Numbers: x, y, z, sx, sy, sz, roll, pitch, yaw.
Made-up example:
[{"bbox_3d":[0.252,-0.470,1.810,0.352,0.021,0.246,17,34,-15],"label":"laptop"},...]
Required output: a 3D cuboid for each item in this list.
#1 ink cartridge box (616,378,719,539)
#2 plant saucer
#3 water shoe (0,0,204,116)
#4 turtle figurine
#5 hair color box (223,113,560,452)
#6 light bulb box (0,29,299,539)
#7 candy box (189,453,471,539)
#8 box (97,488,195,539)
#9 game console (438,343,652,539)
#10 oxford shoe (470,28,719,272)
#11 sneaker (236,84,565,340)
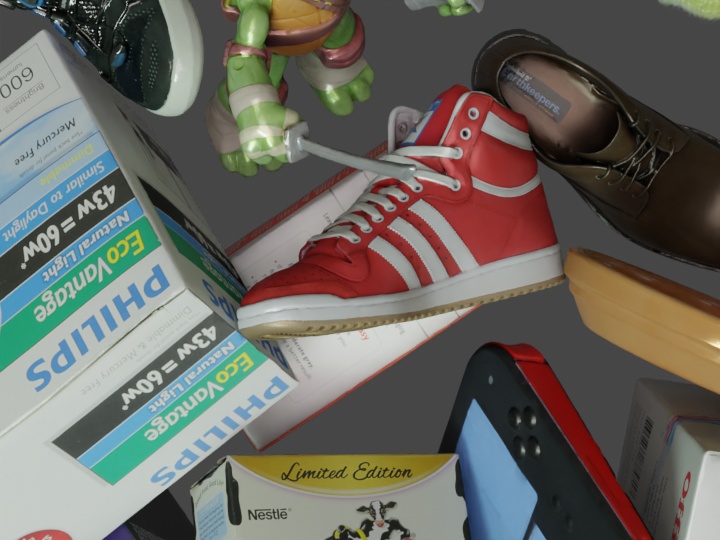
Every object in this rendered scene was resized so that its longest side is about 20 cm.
[{"bbox_3d":[0.213,0.153,1.321,0.144,0.200,0.146,11,98,-4],"label":"ink cartridge box"},{"bbox_3d":[0.193,0.042,1.303,0.199,0.200,0.038,22,95,0],"label":"plant saucer"},{"bbox_3d":[-0.156,-0.144,1.303,0.200,0.079,0.072,49,138,31],"label":"water shoe"},{"bbox_3d":[-0.006,-0.099,1.281,0.199,0.194,0.145,20,72,-3],"label":"turtle figurine"},{"bbox_3d":[0.000,0.000,1.386,0.199,0.061,0.102,-33,95,7],"label":"hair color box"},{"bbox_3d":[-0.171,0.024,1.319,0.198,0.125,0.200,-38,53,7],"label":"light bulb box"},{"bbox_3d":[-0.006,0.196,1.293,0.135,0.061,0.201,1,68,-25],"label":"candy box"},{"bbox_3d":[-0.166,0.212,1.376,0.079,0.141,0.201,29,99,-32],"label":"box"},{"bbox_3d":[0.084,0.157,1.322,0.031,0.177,0.201,-5,133,-23],"label":"game console"},{"bbox_3d":[0.145,-0.056,1.362,0.199,0.084,0.073,30,96,-3],"label":"oxford shoe"},{"bbox_3d":[0.014,-0.031,1.283,0.199,0.071,0.113,-12,95,-38],"label":"sneaker"}]
